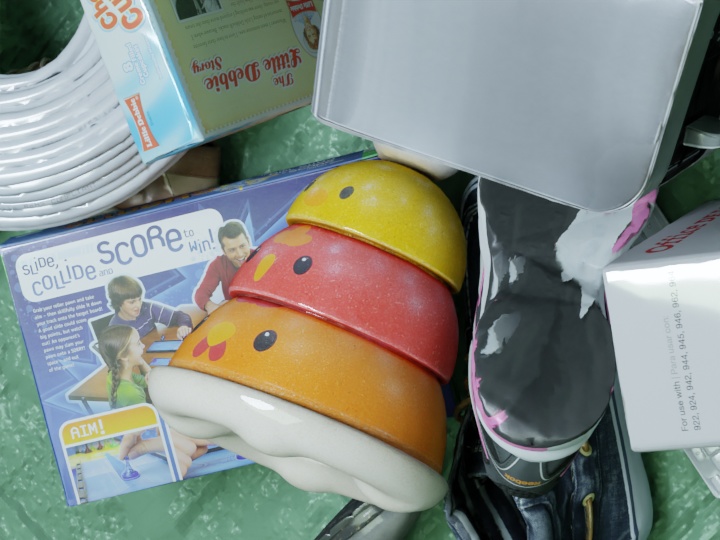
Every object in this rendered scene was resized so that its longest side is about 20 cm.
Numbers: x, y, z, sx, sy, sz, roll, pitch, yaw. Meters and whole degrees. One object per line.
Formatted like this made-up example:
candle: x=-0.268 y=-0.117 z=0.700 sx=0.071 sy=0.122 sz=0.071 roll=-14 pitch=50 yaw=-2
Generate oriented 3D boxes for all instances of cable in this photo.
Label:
cable: x=-0.157 y=-0.117 z=1.188 sx=0.200 sy=0.069 sz=0.200 roll=39 pitch=81 yaw=23

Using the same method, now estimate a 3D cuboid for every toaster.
toaster: x=0.084 y=-0.117 z=1.053 sx=0.200 sy=0.181 sz=0.119 roll=19 pitch=113 yaw=22

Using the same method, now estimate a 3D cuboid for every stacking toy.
stacking toy: x=0.000 y=0.000 z=1.137 sx=0.146 sy=0.146 sz=0.200 roll=16 pitch=78 yaw=24

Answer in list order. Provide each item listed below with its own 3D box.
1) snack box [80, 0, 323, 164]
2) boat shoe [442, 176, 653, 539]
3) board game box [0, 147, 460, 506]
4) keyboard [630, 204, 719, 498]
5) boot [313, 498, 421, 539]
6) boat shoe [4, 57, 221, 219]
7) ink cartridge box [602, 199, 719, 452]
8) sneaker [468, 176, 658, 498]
snack box: x=-0.052 y=-0.125 z=1.112 sx=0.037 sy=0.200 sz=0.116 roll=-19 pitch=93 yaw=32
boat shoe: x=0.074 y=0.055 z=1.147 sx=0.071 sy=0.091 sz=0.201 roll=-12 pitch=98 yaw=44
board game box: x=-0.062 y=0.027 z=1.205 sx=0.200 sy=0.034 sz=0.136 roll=-13 pitch=98 yaw=4
keyboard: x=0.135 y=0.010 z=1.157 sx=0.056 sy=0.011 sz=0.200 roll=-36 pitch=85 yaw=30
boot: x=0.014 y=0.198 z=1.249 sx=0.131 sy=0.068 sz=0.200 roll=38 pitch=123 yaw=7
boat shoe: x=-0.156 y=-0.075 z=1.260 sx=0.200 sy=0.076 sz=0.072 roll=24 pitch=110 yaw=11
ink cartridge box: x=0.220 y=0.012 z=1.031 sx=0.200 sy=0.145 sz=0.084 roll=-6 pitch=99 yaw=27
sneaker: x=0.079 y=0.012 z=1.094 sx=0.080 sy=0.200 sz=0.086 roll=16 pitch=144 yaw=4
